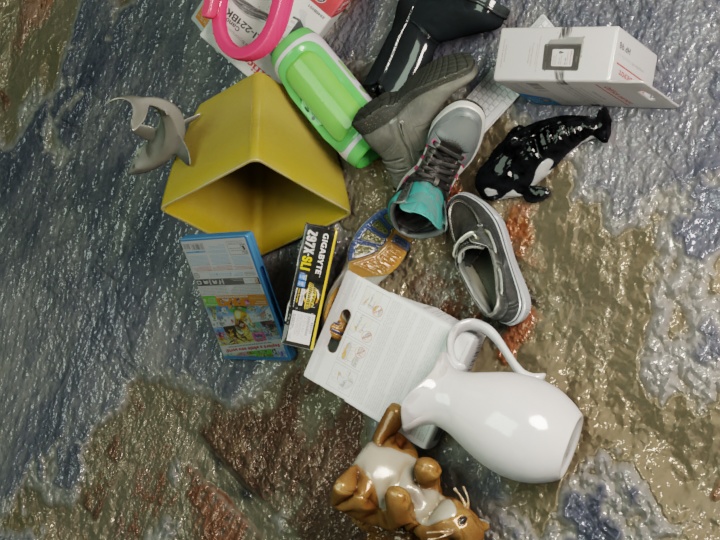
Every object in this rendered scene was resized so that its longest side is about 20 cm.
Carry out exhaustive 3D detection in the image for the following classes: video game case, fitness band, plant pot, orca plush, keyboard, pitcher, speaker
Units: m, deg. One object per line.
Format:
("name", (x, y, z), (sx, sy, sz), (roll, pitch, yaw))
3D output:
("video game case", (-0.180, 0.039, 1.783), (0.142, 0.018, 0.202), (-2, 115, 40))
("fitness band", (-0.152, -0.395, 1.707), (0.142, 0.037, 0.203), (18, 99, 33))
("plant pot", (-0.148, -0.162, 1.757), (0.198, 0.199, 0.179), (-21, 57, 36))
("orca plush", (0.215, -0.144, 1.514), (0.198, 0.071, 0.107), (-11, 75, 38))
("keyboard", (0.187, -0.242, 1.594), (0.200, 0.011, 0.057), (-47, 56, 25))
("pitcher", (0.171, 0.154, 1.463), (0.198, 0.122, 0.173), (20, 66, 20))
("speaker", (-0.039, -0.242, 1.704), (0.088, 0.088, 0.201), (-44, 77, 26))

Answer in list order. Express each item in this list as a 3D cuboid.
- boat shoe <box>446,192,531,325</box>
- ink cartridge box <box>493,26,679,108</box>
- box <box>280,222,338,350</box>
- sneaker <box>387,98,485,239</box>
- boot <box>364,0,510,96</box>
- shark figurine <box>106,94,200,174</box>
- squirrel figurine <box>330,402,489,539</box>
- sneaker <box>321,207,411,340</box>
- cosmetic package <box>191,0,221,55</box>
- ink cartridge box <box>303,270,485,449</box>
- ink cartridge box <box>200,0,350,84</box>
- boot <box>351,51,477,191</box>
("boat shoe", (0.153, -0.023, 1.544), (0.072, 0.070, 0.201), (-44, 54, 27))
("ink cartridge box", (0.274, -0.242, 1.450), (0.198, 0.115, 0.068), (8, 86, 38))
("box", (-0.068, 0.019, 1.659), (0.049, 0.200, 0.162), (10, 90, -1))
("sneaker", (0.093, -0.115, 1.550), (0.121, 0.083, 0.201), (-76, 13, -49))
("boot", (0.099, -0.294, 1.632), (0.199, 0.076, 0.170), (24, 95, 46))
("shark figurine", (-0.265, -0.186, 1.675), (0.127, 0.215, 0.090), (-26, 74, -12))
("squirrel figurine", (0.068, 0.306, 1.536), (0.185, 0.142, 0.201), (31, 144, 14))
("sneaker", (0.000, 0.000, 1.670), (0.201, 0.075, 0.088), (-58, 9, -6))
("cosmetic package", (-0.168, -0.435, 1.888), (0.201, 0.071, 0.102), (-53, 54, 20))
("ink cartridge box", (0.043, 0.113, 1.597), (0.199, 0.057, 0.164), (29, 102, 25))
("ink cartridge box", (-0.120, -0.381, 1.788), (0.144, 0.084, 0.200), (39, 114, -3))
("boot", (0.096, -0.193, 1.604), (0.199, 0.131, 0.068), (-27, 26, 30))
